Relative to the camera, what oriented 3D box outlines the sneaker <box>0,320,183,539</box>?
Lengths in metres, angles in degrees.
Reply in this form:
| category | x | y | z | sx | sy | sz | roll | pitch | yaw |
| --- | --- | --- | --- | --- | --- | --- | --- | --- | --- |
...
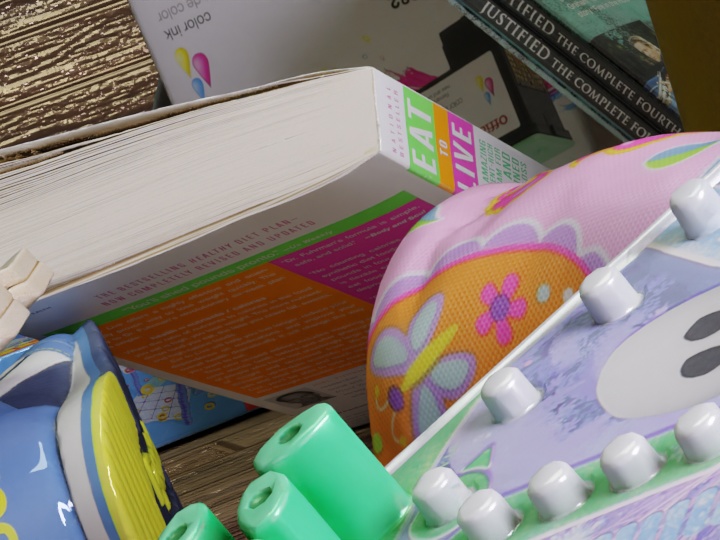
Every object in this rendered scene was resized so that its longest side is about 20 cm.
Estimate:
| category | x | y | z | sx | sy | sz | roll | pitch | yaw |
| --- | --- | --- | --- | --- | --- | --- | --- | --- | --- |
| sneaker | -0.089 | 0.062 | 0.773 | 0.082 | 0.074 | 0.200 | -26 | 1 | -3 |

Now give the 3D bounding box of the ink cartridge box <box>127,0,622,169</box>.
| category | x | y | z | sx | sy | sz | roll | pitch | yaw |
| --- | --- | --- | --- | --- | --- | --- | --- | --- | --- |
| ink cartridge box | 0.020 | -0.063 | 1.005 | 0.144 | 0.201 | 0.084 | -20 | 5 | 31 |

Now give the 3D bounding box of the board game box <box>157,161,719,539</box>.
| category | x | y | z | sx | sy | sz | roll | pitch | yaw |
| --- | --- | --- | --- | --- | --- | --- | --- | --- | --- |
| board game box | 0.079 | -0.001 | 0.359 | 0.200 | 0.026 | 0.200 | -42 | 21 | -11 |

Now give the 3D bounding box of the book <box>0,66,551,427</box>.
| category | x | y | z | sx | sy | sz | roll | pitch | yaw |
| --- | --- | --- | --- | --- | --- | --- | --- | --- | --- |
| book | 0.000 | 0.000 | 0.874 | 0.133 | 0.048 | 0.200 | -15 | -22 | 27 |

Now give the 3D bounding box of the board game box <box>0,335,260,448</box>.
| category | x | y | z | sx | sy | sz | roll | pitch | yaw |
| --- | --- | --- | --- | --- | --- | --- | --- | --- | --- |
| board game box | -0.145 | 0.058 | 1.239 | 0.199 | 0.056 | 0.196 | -21 | 4 | -17 |

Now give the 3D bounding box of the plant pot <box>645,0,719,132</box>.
| category | x | y | z | sx | sy | sz | roll | pitch | yaw |
| --- | --- | --- | --- | --- | --- | --- | --- | --- | --- |
| plant pot | 0.180 | -0.086 | 0.686 | 0.199 | 0.201 | 0.176 | -20 | 13 | -6 |

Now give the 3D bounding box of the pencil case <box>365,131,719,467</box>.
| category | x | y | z | sx | sy | sz | roll | pitch | yaw |
| --- | --- | --- | --- | --- | --- | --- | --- | --- | --- |
| pencil case | 0.089 | 0.010 | 0.480 | 0.087 | 0.088 | 0.200 | -23 | 5 | -41 |

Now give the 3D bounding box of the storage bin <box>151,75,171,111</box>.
| category | x | y | z | sx | sy | sz | roll | pitch | yaw |
| --- | --- | --- | --- | --- | --- | --- | --- | --- | --- |
| storage bin | 0.014 | -0.047 | 1.218 | 0.199 | 0.146 | 0.134 | 12 | -11 | -4 |

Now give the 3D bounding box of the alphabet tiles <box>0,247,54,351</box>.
| category | x | y | z | sx | sy | sz | roll | pitch | yaw |
| --- | --- | --- | --- | --- | --- | --- | --- | --- | --- |
| alphabet tiles | -0.153 | 0.072 | 0.733 | 0.200 | 0.015 | 0.196 | -43 | 7 | 9 |

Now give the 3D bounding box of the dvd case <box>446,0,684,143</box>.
| category | x | y | z | sx | sy | sz | roll | pitch | yaw |
| --- | --- | --- | --- | --- | --- | --- | --- | --- | --- |
| dvd case | 0.104 | -0.068 | 0.883 | 0.146 | 0.200 | 0.022 | -26 | -28 | -55 |
